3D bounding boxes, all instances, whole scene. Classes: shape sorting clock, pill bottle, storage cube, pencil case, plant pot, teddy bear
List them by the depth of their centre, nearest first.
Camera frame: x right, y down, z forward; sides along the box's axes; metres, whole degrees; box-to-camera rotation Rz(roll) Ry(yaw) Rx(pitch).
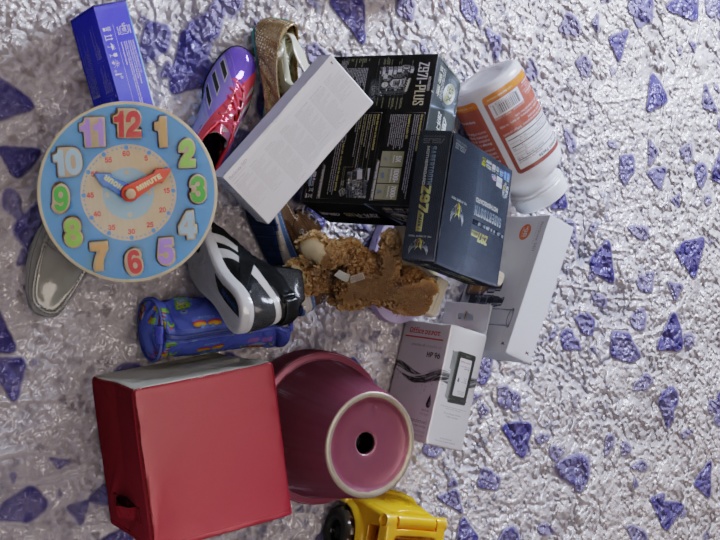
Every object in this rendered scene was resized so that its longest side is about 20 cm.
[{"bbox_3d":[-0.258,-0.086,1.177,0.197,0.039,0.204,-2,98,-14],"label":"shape sorting clock"},{"bbox_3d":[-0.200,0.204,1.245,0.197,0.170,0.183,-10,95,-29],"label":"storage cube"},{"bbox_3d":[-0.173,0.065,1.305,0.197,0.086,0.079,-5,97,-29],"label":"pencil case"},{"bbox_3d":[0.000,0.000,1.324,0.197,0.067,0.147,1,130,-8],"label":"teddy bear"},{"bbox_3d":[-0.031,0.207,1.340,0.197,0.178,0.204,-1,93,-31],"label":"plant pot"},{"bbox_3d":[0.218,-0.188,1.515,0.112,0.112,0.202,-38,110,-24],"label":"pill bottle"}]

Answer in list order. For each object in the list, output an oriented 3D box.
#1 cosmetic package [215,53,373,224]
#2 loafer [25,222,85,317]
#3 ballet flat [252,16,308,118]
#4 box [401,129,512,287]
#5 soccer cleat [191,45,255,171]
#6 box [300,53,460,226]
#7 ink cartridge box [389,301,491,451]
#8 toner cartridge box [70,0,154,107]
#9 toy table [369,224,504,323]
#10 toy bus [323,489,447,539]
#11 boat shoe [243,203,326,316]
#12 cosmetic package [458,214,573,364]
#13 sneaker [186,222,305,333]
[{"bbox_3d":[-0.082,-0.160,1.278,0.200,0.050,0.083,-49,116,-11],"label":"cosmetic package"},{"bbox_3d":[-0.333,-0.044,1.217,0.069,0.069,0.203,19,82,-29],"label":"loafer"},{"bbox_3d":[-0.092,-0.223,1.351,0.070,0.064,0.203,-26,108,-59],"label":"ballet flat"},{"bbox_3d":[0.125,-0.072,1.317,0.199,0.050,0.160,19,79,-59],"label":"box"},{"bbox_3d":[-0.172,-0.187,1.307,0.068,0.073,0.202,29,77,-27],"label":"soccer cleat"},{"bbox_3d":[0.027,-0.166,1.352,0.086,0.161,0.203,32,64,-60],"label":"box"},{"bbox_3d":[0.104,0.135,1.453,0.067,0.115,0.203,17,82,-30],"label":"ink cartridge box"},{"bbox_3d":[-0.279,-0.203,1.231,0.043,0.095,0.203,-19,101,-28],"label":"toner cartridge box"},{"bbox_3d":[0.096,-0.023,1.445,0.182,0.117,0.203,16,82,-30],"label":"toy table"},{"bbox_3d":[0.044,0.401,1.382,0.134,0.191,0.203,12,87,-31],"label":"toy bus"},{"bbox_3d":[-0.091,-0.045,1.366,0.072,0.072,0.203,-32,116,-31],"label":"boat shoe"},{"bbox_3d":[0.209,0.025,1.492,0.051,0.150,0.203,25,78,-28],"label":"cosmetic package"},{"bbox_3d":[-0.134,0.004,1.280,0.110,0.201,0.074,-3,129,-31],"label":"sneaker"}]
